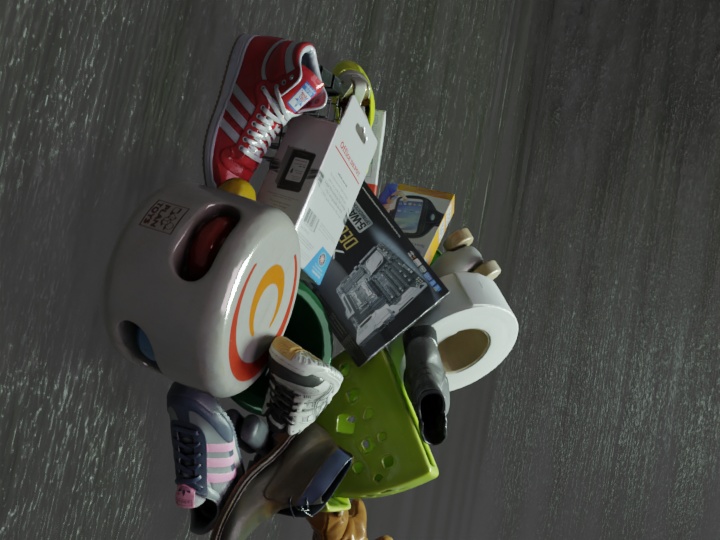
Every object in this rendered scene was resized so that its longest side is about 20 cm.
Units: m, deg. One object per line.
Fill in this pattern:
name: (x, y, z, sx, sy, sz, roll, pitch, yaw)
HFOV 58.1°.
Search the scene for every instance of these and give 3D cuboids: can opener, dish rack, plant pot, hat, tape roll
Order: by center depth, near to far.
can opener: (-0.132, 0.232, 0.830, 0.202, 0.051, 0.068, 81, 22, -58)
dish rack: (-0.082, -0.174, 0.840, 0.153, 0.053, 0.206, 4, 97, -66)
hat: (-0.141, 0.100, 0.847, 0.200, 0.174, 0.167, 46, 63, -23)
plant pot: (-0.007, 0.235, 0.935, 0.199, 0.178, 0.203, 63, 3, -70)
tape roll: (0.139, 0.099, 0.994, 0.205, 0.198, 0.072, 71, -3, -48)

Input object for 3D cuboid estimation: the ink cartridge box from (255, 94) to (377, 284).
ink cartridge box: (-0.056, -0.101, 0.781, 0.204, 0.065, 0.116, -68, 156, -13)

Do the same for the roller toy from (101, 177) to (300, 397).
roller toy: (-0.151, 0.013, 0.628, 0.182, 0.137, 0.205, -18, 124, -73)

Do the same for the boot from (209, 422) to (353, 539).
boot: (-0.092, 0.270, 0.767, 0.202, 0.095, 0.075, -55, 159, -27)

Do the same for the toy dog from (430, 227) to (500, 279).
toy dog: (0.123, 0.016, 1.041, 0.097, 0.194, 0.135, 92, -13, -64)

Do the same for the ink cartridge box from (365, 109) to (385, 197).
ink cartridge box: (0.005, -0.144, 1.019, 0.109, 0.049, 0.206, -74, 171, -85)

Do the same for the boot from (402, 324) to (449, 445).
boot: (0.094, 0.187, 0.902, 0.134, 0.068, 0.202, -95, 169, -45)

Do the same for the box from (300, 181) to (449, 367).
box: (0.000, 0.000, 0.873, 0.156, 0.202, 0.050, -33, 172, -27)

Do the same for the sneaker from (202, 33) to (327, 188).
sneaker: (-0.102, -0.162, 0.715, 0.071, 0.110, 0.206, 21, 79, -66)

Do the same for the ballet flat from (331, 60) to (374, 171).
ballet flat: (-0.007, -0.226, 0.914, 0.067, 0.065, 0.205, 120, -29, -66)

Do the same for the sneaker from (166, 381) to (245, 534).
sneaker: (-0.180, 0.215, 0.724, 0.083, 0.068, 0.204, -59, 147, -46)

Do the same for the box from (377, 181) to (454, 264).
box: (0.063, -0.059, 0.999, 0.201, 0.116, 0.042, -59, 155, -44)

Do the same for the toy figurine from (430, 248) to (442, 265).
toy figurine: (0.043, 0.059, 1.140, 0.196, 0.152, 0.185, -16, 154, -26)

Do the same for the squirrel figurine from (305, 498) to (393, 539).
squirrel figurine: (-0.049, 0.451, 1.053, 0.201, 0.138, 0.190, -57, 142, -48)

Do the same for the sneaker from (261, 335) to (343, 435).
sneaker: (-0.067, 0.133, 0.685, 0.089, 0.075, 0.201, -55, 165, -14)
